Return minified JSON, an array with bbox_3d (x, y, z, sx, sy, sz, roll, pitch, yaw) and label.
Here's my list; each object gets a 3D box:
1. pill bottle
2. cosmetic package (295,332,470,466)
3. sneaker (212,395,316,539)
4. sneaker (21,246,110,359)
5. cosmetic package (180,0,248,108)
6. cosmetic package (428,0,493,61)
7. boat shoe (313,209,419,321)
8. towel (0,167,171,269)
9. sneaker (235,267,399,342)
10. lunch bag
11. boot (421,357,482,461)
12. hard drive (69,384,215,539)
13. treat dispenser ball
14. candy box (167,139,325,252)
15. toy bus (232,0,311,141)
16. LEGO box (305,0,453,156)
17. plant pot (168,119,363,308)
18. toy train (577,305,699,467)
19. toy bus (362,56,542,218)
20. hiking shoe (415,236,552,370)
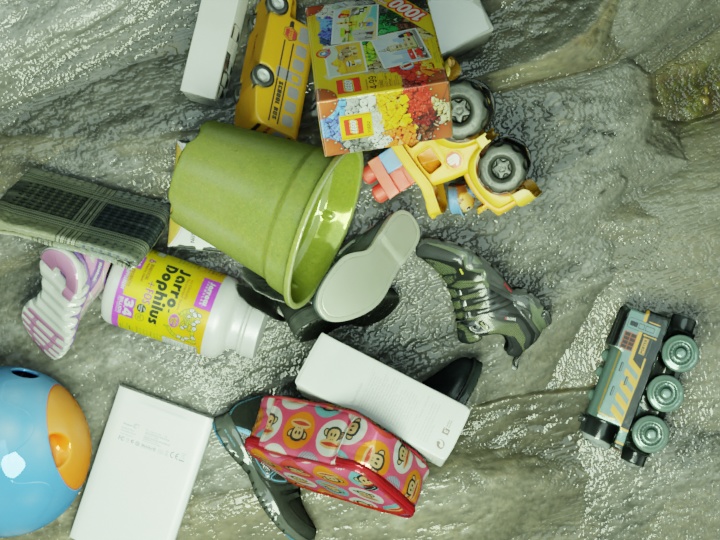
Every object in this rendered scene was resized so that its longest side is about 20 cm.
[{"bbox_3d":[-0.216,0.044,1.482,0.197,0.104,0.106,18,89,1],"label":"pill bottle"},{"bbox_3d":[0.026,0.155,1.405,0.198,0.102,0.075,28,78,7],"label":"cosmetic package"},{"bbox_3d":[-0.105,0.254,1.494,0.081,0.073,0.202,-33,93,-9],"label":"sneaker"},{"bbox_3d":[-0.357,0.031,1.469,0.080,0.088,0.201,41,134,9],"label":"sneaker"},{"bbox_3d":[-0.177,-0.314,1.498,0.050,0.083,0.204,13,90,-2],"label":"cosmetic package"},{"bbox_3d":[0.058,-0.297,1.494,0.198,0.090,0.108,-26,89,-3],"label":"cosmetic package"},{"bbox_3d":[0.000,0.000,1.454,0.073,0.061,0.200,54,51,-14],"label":"boat shoe"},{"bbox_3d":[-0.343,-0.062,1.446,0.197,0.193,0.035,16,114,-2],"label":"towel"},{"bbox_3d":[-0.050,0.026,1.479,0.198,0.060,0.105,-15,56,-36],"label":"sneaker"},{"bbox_3d":[-0.022,0.223,1.397,0.198,0.176,0.083,8,65,36],"label":"lunch bag"},{"bbox_3d":[0.037,0.155,1.490,0.167,0.076,0.201,35,96,-3],"label":"boot"},{"bbox_3d":[-0.279,0.265,1.519,0.130,0.025,0.203,19,89,1],"label":"hard drive"},{"bbox_3d":[-0.427,0.219,1.434,0.197,0.201,0.205,0,89,1],"label":"treat dispenser ball"},{"bbox_3d":[-0.140,-0.088,1.504,0.196,0.061,0.139,4,90,1],"label":"candy box"},{"bbox_3d":[-0.106,-0.252,1.476,0.077,0.065,0.203,20,63,-24],"label":"toy bus"},{"bbox_3d":[0.018,-0.229,1.356,0.146,0.202,0.078,-9,132,0],"label":"LEGO box"},{"bbox_3d":[-0.119,-0.083,1.392,0.182,0.200,0.203,22,90,12],"label":"plant pot"},{"bbox_3d":[0.351,0.141,1.490,0.112,0.085,0.203,21,91,13],"label":"toy train"},{"bbox_3d":[0.105,-0.133,1.476,0.191,0.136,0.201,-35,92,13],"label":"toy bus"},{"bbox_3d":[0.142,0.038,1.492,0.199,0.076,0.101,35,86,0],"label":"hiking shoe"}]
